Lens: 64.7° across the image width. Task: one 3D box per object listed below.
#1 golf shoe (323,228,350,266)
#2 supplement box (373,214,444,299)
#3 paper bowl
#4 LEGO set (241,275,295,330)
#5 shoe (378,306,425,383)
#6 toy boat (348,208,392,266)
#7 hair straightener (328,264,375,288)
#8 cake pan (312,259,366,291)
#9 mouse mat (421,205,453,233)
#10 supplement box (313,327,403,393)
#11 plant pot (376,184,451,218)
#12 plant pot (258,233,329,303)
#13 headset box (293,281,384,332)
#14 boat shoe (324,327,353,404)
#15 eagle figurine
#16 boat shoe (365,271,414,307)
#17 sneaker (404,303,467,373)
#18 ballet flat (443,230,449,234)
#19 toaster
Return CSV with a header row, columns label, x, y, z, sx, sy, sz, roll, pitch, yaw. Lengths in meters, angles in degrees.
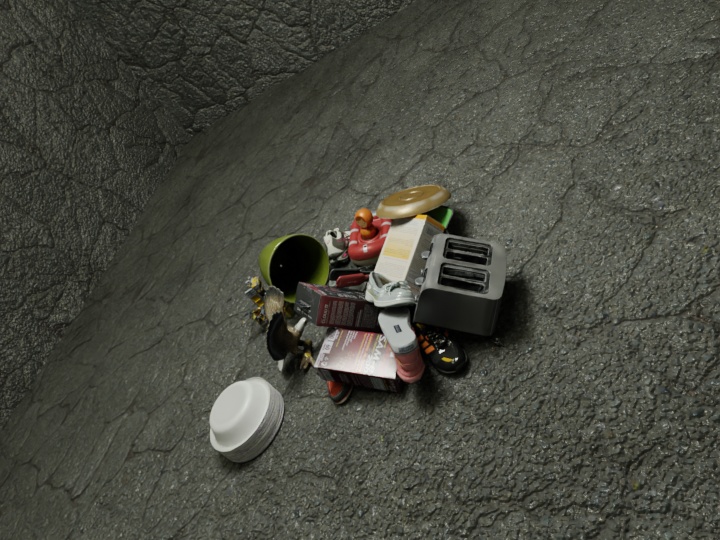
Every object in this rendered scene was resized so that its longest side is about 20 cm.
label,x,y,z,sx,sy,sz,roll,pitch,yaw
golf shoe,-0.056,-0.090,1.655,0.076,0.089,0.201,-22,16,16
supplement box,0.112,-0.031,1.385,0.125,0.073,0.204,14,82,54
paper bowl,-0.293,0.359,1.411,0.198,0.105,0.203,-26,36,21
LEGO set,-0.278,0.073,1.703,0.152,0.116,0.202,-27,36,21
shoe,0.086,0.151,1.190,0.070,0.093,0.201,-15,20,-1
toy boat,0.021,-0.111,1.572,0.128,0.132,0.202,-12,41,15
hair straightener,0.000,0.000,1.470,0.197,0.042,0.077,-12,39,-36
cake pan,-0.071,0.047,1.590,0.198,0.037,0.202,-27,36,21
mouse mat,0.147,-0.076,1.433,0.160,0.007,0.204,25,94,54
supplement box,0.007,0.197,1.266,0.196,0.061,0.110,4,52,24
plant pot,0.131,-0.179,1.439,0.196,0.028,0.201,-15,21,6
plant pot,-0.215,-0.018,1.622,0.188,0.187,0.199,-51,30,-15
headset box,-0.061,0.086,1.372,0.148,0.196,0.077,22,101,60
boat shoe,-0.058,0.223,1.357,0.070,0.063,0.202,-25,38,20
eagle figurine,-0.190,0.156,1.438,0.150,0.200,0.153,-3,51,48
boat shoe,0.061,0.043,1.261,0.073,0.066,0.202,-2,5,-16
sneaker,0.149,0.139,1.208,0.070,0.090,0.200,-40,33,1
ballet flat,0.182,-0.088,1.454,0.070,0.070,0.199,-46,36,-7
toaster,0.213,0.034,1.178,0.196,0.120,0.183,11,44,10
